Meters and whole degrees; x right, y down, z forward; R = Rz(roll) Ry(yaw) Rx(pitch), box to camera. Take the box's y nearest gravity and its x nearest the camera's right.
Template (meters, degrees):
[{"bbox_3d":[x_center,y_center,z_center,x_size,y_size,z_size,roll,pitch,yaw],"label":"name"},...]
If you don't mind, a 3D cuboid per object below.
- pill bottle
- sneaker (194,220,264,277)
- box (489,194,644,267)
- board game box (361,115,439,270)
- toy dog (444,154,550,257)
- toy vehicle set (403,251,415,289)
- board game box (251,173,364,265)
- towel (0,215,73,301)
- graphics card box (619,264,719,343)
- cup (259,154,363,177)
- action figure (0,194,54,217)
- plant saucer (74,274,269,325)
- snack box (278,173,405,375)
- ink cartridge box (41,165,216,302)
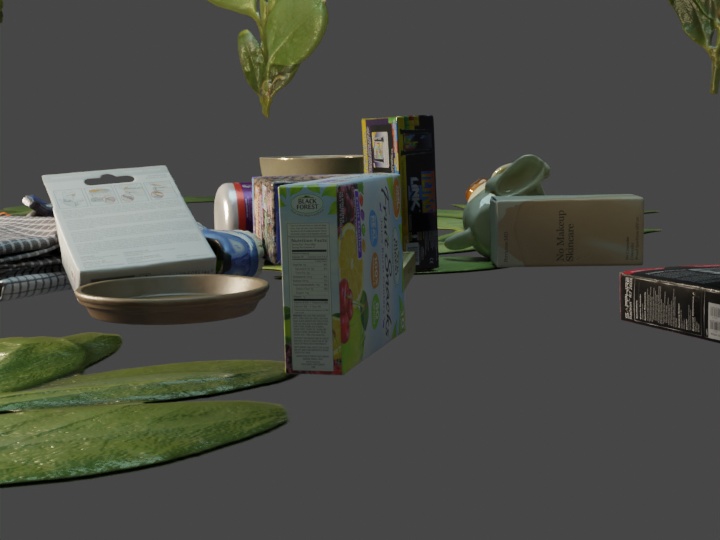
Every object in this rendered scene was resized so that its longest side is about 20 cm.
[{"bbox_3d":[-0.106,-0.071,1.640,0.197,0.114,0.112,-3,7,-16],"label":"pill bottle"},{"bbox_3d":[-0.220,-0.025,1.424,0.198,0.080,0.089,3,5,30],"label":"sneaker"},{"bbox_3d":[0.276,-0.054,1.546,0.197,0.097,0.078,-2,7,0],"label":"box"},{"bbox_3d":[0.053,-0.108,1.565,0.056,0.203,0.165,-4,8,-15],"label":"board game box"},{"bbox_3d":[0.215,-0.078,1.698,0.193,0.140,0.200,-37,6,5],"label":"toy dog"},{"bbox_3d":[0.000,0.000,1.398,0.122,0.027,0.200,0,7,7],"label":"toy vehicle set"},{"bbox_3d":[-0.048,-0.068,1.447,0.157,0.098,0.200,-3,7,-13],"label":"board game box"},{"bbox_3d":[-0.437,-0.018,1.359,0.198,0.087,0.165,3,9,31],"label":"towel"},{"bbox_3d":[0.336,0.030,1.009,0.124,0.052,0.199,-3,6,-24],"label":"graphics card box"},{"bbox_3d":[-0.064,-0.115,1.878,0.197,0.146,0.200,-1,7,0],"label":"cup"},{"bbox_3d":[-0.403,-0.023,1.519,0.192,0.106,0.199,14,-15,44],"label":"action figure"},{"bbox_3d":[-0.192,0.029,1.176,0.197,0.030,0.200,-1,7,0],"label":"plant saucer"},{"bbox_3d":[-0.010,-0.004,0.939,0.052,0.145,0.200,1,7,15],"label":"snack box"},{"bbox_3d":[-0.274,-0.046,1.340,0.160,0.058,0.200,-7,35,-26],"label":"ink cartridge box"}]
